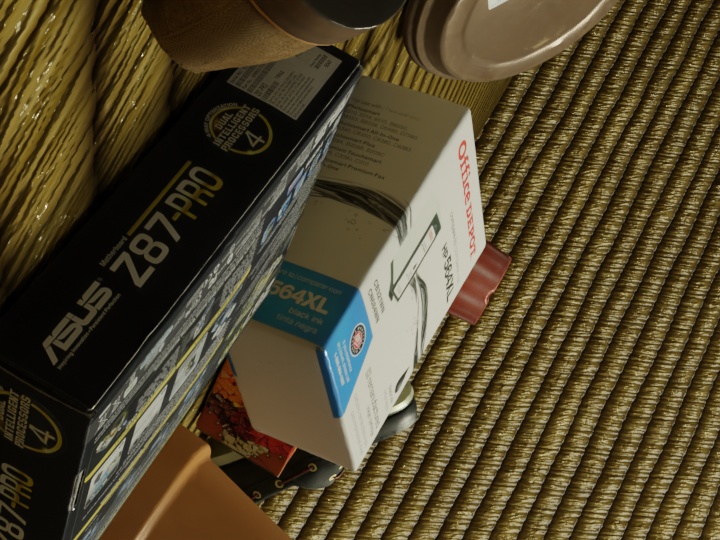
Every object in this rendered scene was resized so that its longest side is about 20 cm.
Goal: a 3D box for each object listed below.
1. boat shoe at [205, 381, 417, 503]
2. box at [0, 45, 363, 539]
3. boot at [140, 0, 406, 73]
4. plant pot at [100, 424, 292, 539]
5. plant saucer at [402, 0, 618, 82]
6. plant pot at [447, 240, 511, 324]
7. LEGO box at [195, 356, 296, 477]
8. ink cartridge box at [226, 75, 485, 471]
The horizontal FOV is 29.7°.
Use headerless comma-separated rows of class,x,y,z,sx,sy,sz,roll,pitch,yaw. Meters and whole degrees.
boat shoe,-0.036,0.141,1.115,0.201,0.063,0.074,-22,-163,23
box,-0.078,0.017,0.529,0.200,0.049,0.162,-58,174,-40
boot,-0.004,-0.136,0.392,0.075,0.074,0.201,-18,-142,48
plant pot,-0.111,0.199,0.769,0.201,0.140,0.200,-59,176,-7
plant saucer,0.121,-0.198,0.934,0.199,0.030,0.200,-26,156,-12
plant pot,0.169,-0.008,2.574,0.201,0.195,0.201,-60,177,-5
LEGO box,-0.034,0.037,1.056,0.149,0.077,0.200,-62,176,35
ink cartridge box,0.000,0.000,0.864,0.200,0.084,0.146,-58,154,-28
